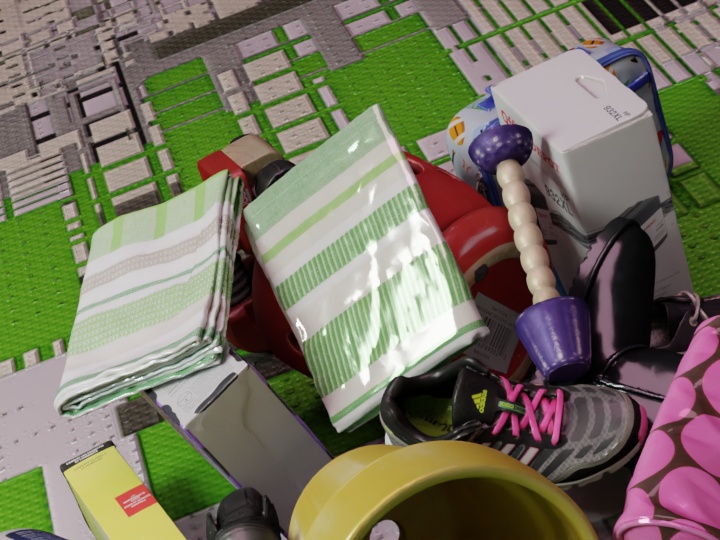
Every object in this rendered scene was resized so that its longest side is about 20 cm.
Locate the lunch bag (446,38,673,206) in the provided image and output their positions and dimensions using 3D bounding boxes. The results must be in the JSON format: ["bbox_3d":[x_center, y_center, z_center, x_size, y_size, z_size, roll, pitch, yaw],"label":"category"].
[{"bbox_3d":[0.172,-0.106,1.711,0.199,0.161,0.075,-30,33,-19],"label":"lunch bag"}]

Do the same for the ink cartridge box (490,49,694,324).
[{"bbox_3d":[0.189,-0.056,1.589,0.083,0.201,0.145,-24,32,-8],"label":"ink cartridge box"}]

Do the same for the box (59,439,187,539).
[{"bbox_3d":[-0.165,0.209,1.498,0.050,0.076,0.200,-28,32,-14],"label":"box"}]

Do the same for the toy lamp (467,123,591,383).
[{"bbox_3d":[0.126,-0.012,1.449,0.058,0.058,0.201,-17,62,3],"label":"toy lamp"}]

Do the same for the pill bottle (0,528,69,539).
[{"bbox_3d":[-0.230,0.248,1.423,0.111,0.111,0.200,-37,22,-26],"label":"pill bottle"}]

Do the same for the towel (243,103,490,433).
[{"bbox_3d":[0.000,0.000,1.471,0.152,0.023,0.201,-36,65,25],"label":"towel"}]

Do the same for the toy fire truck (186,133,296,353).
[{"bbox_3d":[-0.121,0.006,1.683,0.199,0.177,0.129,-29,34,-14],"label":"toy fire truck"}]

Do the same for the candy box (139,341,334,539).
[{"bbox_3d":[-0.109,0.106,1.526,0.072,0.168,0.200,-44,36,-8],"label":"candy box"}]

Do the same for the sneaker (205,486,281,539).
[{"bbox_3d":[-0.084,0.196,1.393,0.060,0.200,0.105,-13,57,-4],"label":"sneaker"}]

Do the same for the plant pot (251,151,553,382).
[{"bbox_3d":[0.043,0.012,1.569,0.182,0.201,0.200,20,49,39],"label":"plant pot"}]

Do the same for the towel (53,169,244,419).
[{"bbox_3d":[-0.162,0.013,1.503,0.149,0.031,0.201,-21,39,21],"label":"towel"}]

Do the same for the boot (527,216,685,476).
[{"bbox_3d":[0.221,0.068,1.442,0.162,0.073,0.199,17,71,30],"label":"boot"}]

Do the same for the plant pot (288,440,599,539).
[{"bbox_3d":[0.039,0.200,1.309,0.200,0.202,0.189,-26,17,-11],"label":"plant pot"}]

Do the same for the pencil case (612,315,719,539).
[{"bbox_3d":[0.238,0.121,1.300,0.093,0.091,0.200,4,46,27],"label":"pencil case"}]

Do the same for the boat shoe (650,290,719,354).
[{"bbox_3d":[0.241,0.050,1.534,0.199,0.061,0.074,-16,34,5],"label":"boat shoe"}]

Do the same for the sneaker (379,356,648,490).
[{"bbox_3d":[0.100,0.105,1.386,0.199,0.088,0.074,0,62,23],"label":"sneaker"}]
